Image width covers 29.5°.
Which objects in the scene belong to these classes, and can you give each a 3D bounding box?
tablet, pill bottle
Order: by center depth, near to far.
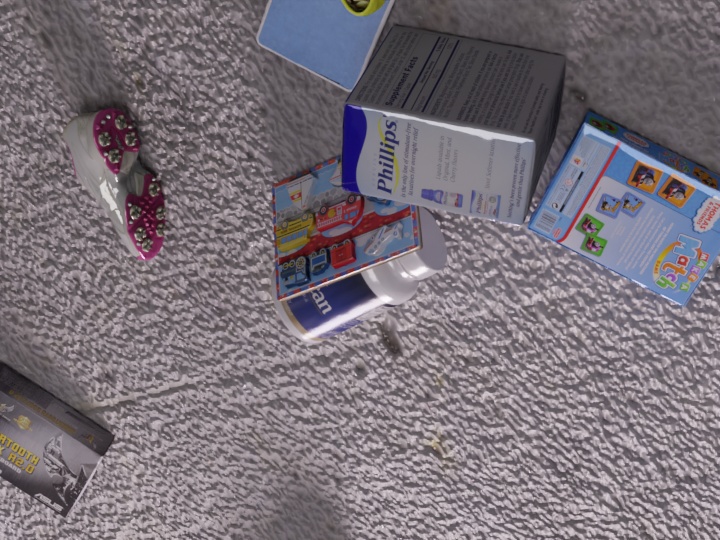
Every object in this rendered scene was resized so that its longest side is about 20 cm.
[{"bbox_3d":[-0.028,-0.301,1.479,0.129,0.014,0.201,27,126,2],"label":"tablet"},{"bbox_3d":[0.000,0.000,1.603,0.199,0.111,0.112,-27,110,31],"label":"pill bottle"}]

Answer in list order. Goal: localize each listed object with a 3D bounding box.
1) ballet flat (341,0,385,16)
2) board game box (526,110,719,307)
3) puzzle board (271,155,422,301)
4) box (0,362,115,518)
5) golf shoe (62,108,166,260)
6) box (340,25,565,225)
[{"bbox_3d":[-0.015,-0.353,1.391,0.066,0.067,0.202,-3,119,22],"label":"ballet flat"},{"bbox_3d":[0.303,-0.065,1.499,0.198,0.037,0.152,27,127,2],"label":"board game box"},{"bbox_3d":[-0.022,-0.064,1.558,0.198,0.153,0.017,-20,152,29],"label":"puzzle board"},{"bbox_3d":[-0.470,0.247,1.969,0.199,0.049,0.159,34,127,-4],"label":"box"},{"bbox_3d":[-0.300,-0.106,1.677,0.091,0.075,0.202,4,122,35],"label":"golf shoe"},{"bbox_3d":[0.098,-0.154,1.424,0.197,0.185,0.106,13,127,12],"label":"box"}]
